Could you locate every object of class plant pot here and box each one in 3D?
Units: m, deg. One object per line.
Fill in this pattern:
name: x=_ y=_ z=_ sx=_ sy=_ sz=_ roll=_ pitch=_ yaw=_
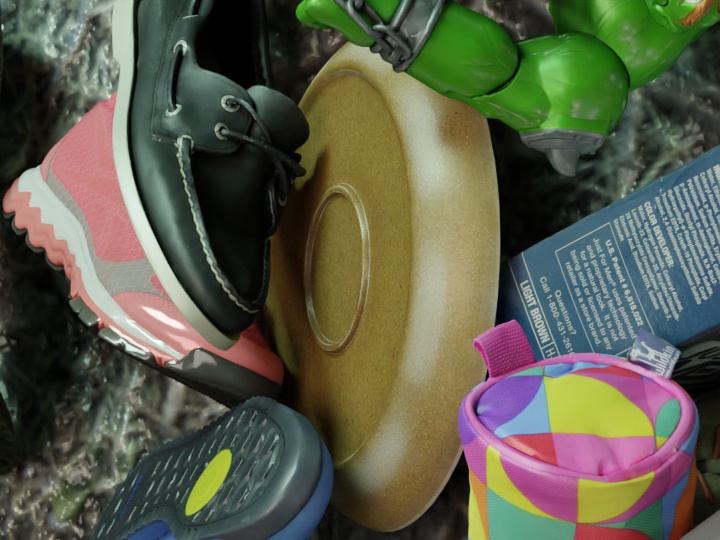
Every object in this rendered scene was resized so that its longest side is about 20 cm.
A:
plant pot: x=0.000 y=0.000 z=1.025 sx=0.200 sy=0.027 sz=0.201 roll=-177 pitch=90 yaw=-68

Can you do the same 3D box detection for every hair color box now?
hair color box: x=0.153 y=-0.012 z=0.937 sx=0.200 sy=0.100 sz=0.061 roll=-30 pitch=73 yaw=31

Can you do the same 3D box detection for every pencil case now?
pencil case: x=0.075 y=0.119 z=0.926 sx=0.088 sy=0.088 sz=0.201 roll=21 pitch=128 yaw=33

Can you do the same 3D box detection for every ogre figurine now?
ogre figurine: x=0.082 y=-0.124 z=0.962 sx=0.120 sy=0.200 sz=0.098 roll=47 pitch=139 yaw=-7

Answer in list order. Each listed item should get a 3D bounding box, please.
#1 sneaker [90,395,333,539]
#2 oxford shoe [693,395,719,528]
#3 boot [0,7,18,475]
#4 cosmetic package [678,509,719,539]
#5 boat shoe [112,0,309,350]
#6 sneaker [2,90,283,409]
sneaker: x=-0.041 y=0.103 z=1.047 sx=0.066 sy=0.078 sz=0.200 roll=-60 pitch=13 yaw=-23
oxford shoe: x=0.138 y=0.076 z=0.959 sx=0.199 sy=0.075 sz=0.071 roll=-20 pitch=76 yaw=32
boot: x=-0.191 y=-0.019 z=1.185 sx=0.182 sy=0.072 sz=0.201 roll=115 pitch=148 yaw=-59
cosmetic package: x=0.150 y=0.191 z=0.845 sx=0.167 sy=0.200 sz=0.167 roll=22 pitch=122 yaw=34
boat shoe: x=-0.052 y=-0.054 z=1.043 sx=0.066 sy=0.075 sz=0.200 roll=-29 pitch=36 yaw=15
sneaker: x=-0.082 y=-0.016 z=1.097 sx=0.087 sy=0.074 sz=0.200 roll=-54 pitch=41 yaw=7
